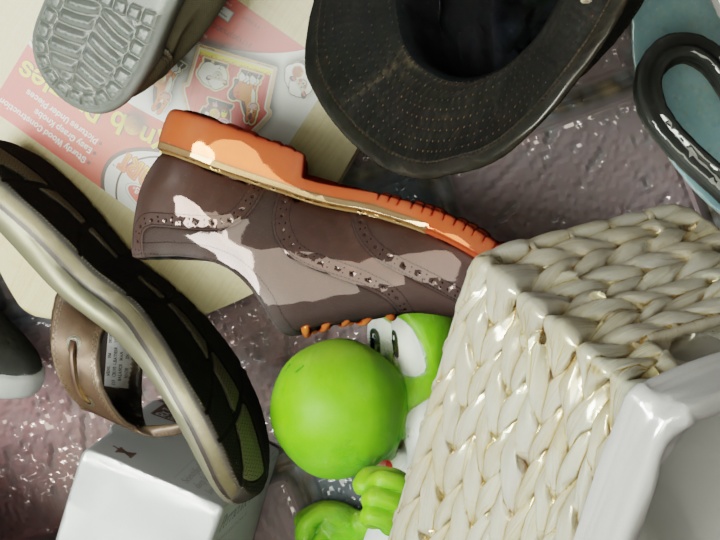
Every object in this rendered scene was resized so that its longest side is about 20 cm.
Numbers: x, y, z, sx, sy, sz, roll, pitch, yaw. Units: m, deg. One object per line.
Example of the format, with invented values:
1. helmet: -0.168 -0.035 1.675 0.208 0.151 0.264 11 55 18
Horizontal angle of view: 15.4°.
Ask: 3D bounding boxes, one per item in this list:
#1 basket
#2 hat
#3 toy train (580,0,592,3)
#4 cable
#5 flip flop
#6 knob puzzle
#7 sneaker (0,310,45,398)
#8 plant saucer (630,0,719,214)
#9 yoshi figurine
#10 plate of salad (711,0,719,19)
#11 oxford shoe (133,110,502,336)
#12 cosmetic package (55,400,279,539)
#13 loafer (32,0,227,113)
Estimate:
1. basket: 0.103 0.085 1.058 0.123 0.135 0.200 44 133 36
2. hat: 0.069 -0.126 1.114 0.200 0.081 0.201 -17 64 38
3. toy train: 0.035 -0.201 1.048 0.116 0.085 0.200 -1 91 35
4. cable: 0.180 -0.008 1.098 0.200 0.050 0.097 39 84 11
5. flip flop: -0.113 0.027 1.169 0.200 0.081 0.058 46 103 6
6. knob puzzle: -0.098 -0.064 1.205 0.219 0.030 0.220 3 101 13
7. sneaker: -0.214 -0.027 1.219 0.200 0.071 0.099 36 112 10
8. plant saucer: 0.215 -0.102 1.115 0.201 0.039 0.201 3 102 14
9. yoshi figurine: 0.008 0.110 1.174 0.112 0.112 0.200 -5 93 24
10. plate of salad: 0.229 -0.144 1.053 0.200 0.048 0.200 3 106 12
11. oxford shoe: 0.000 0.000 1.132 0.200 0.071 0.073 22 88 9
12. cosmetic package: -0.106 0.170 1.217 0.074 0.102 0.200 21 106 9
13. loafer: -0.070 -0.159 1.129 0.075 0.070 0.200 40 111 11
